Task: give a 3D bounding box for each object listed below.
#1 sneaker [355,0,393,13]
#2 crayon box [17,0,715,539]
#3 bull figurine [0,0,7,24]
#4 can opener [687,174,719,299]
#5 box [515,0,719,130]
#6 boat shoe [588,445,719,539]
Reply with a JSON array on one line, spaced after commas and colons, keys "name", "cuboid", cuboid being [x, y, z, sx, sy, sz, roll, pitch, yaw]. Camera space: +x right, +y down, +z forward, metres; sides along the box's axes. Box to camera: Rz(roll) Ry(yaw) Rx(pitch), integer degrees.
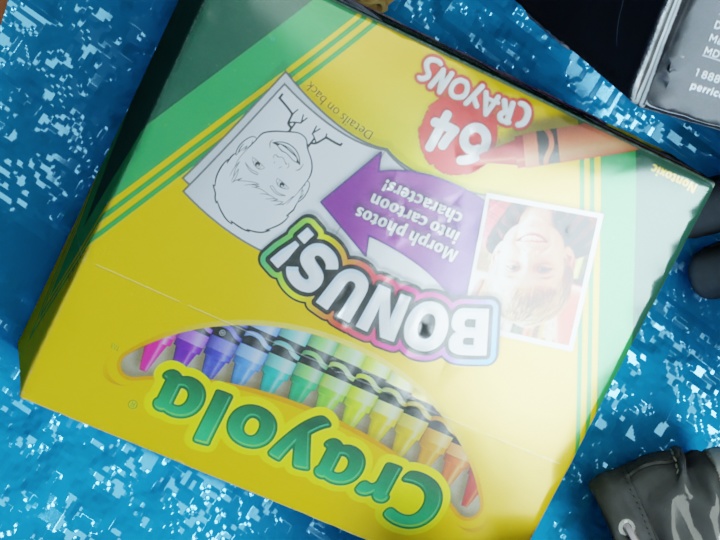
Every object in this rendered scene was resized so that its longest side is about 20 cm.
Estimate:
[{"name": "sneaker", "cuboid": [0.006, -0.189, 0.868, 0.075, 0.090, 0.201, 11, 111, -53]}, {"name": "crayon box", "cuboid": [0.000, 0.000, 0.844, 0.199, 0.058, 0.173, 24, 99, -16]}, {"name": "bull figurine", "cuboid": [-0.155, -0.122, 0.793, 0.065, 0.121, 0.201, 7, 96, 18]}, {"name": "can opener", "cuboid": [0.210, -0.030, 0.875, 0.066, 0.199, 0.053, -24, 96, -51]}, {"name": "box", "cuboid": [0.149, -0.160, 0.812, 0.123, 0.200, 0.198, 14, 107, -18]}, {"name": "boat shoe", "cuboid": [0.130, 0.169, 0.909, 0.057, 0.067, 0.201, -9, 88, -1]}]
